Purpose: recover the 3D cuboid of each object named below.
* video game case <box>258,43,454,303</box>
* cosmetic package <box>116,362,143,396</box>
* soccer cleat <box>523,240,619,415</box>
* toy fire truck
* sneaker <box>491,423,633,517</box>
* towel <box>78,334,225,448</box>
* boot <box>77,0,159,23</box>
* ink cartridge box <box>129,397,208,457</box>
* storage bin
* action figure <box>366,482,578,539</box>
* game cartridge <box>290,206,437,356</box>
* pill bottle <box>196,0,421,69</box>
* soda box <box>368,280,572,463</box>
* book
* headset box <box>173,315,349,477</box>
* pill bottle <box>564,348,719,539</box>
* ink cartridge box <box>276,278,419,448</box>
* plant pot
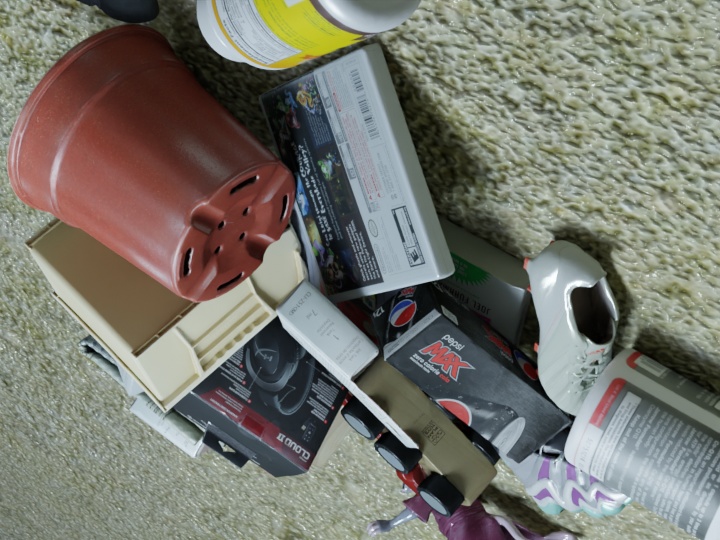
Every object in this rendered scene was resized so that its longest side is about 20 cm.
[{"bbox_3d":[-0.006,-0.078,1.424,0.182,0.023,0.200,-14,96,57],"label":"video game case"},{"bbox_3d":[-0.227,0.019,1.740,0.071,0.101,0.200,117,134,-61],"label":"cosmetic package"},{"bbox_3d":[0.188,0.061,1.415,0.078,0.069,0.200,34,152,43],"label":"soccer cleat"},{"bbox_3d":[0.029,0.180,1.750,0.176,0.129,0.200,46,163,-11],"label":"toy fire truck"},{"bbox_3d":[0.185,0.164,1.562,0.140,0.078,0.200,45,151,-10],"label":"sneaker"},{"bbox_3d":[-0.179,0.103,1.811,0.200,0.193,0.035,35,123,11],"label":"towel"},{"bbox_3d":[-0.194,-0.279,1.400,0.165,0.066,0.200,39,150,20],"label":"boot"},{"bbox_3d":[-0.146,0.172,1.873,0.173,0.044,0.200,36,-165,8],"label":"ink cartridge box"},{"bbox_3d":[-0.185,-0.008,1.598,0.200,0.198,0.094,41,165,34],"label":"storage bin"},{"bbox_3d":[0.109,0.266,1.777,0.149,0.134,0.200,-48,63,29],"label":"action figure"},{"bbox_3d":[0.000,0.000,1.528,0.200,0.041,0.133,38,143,40],"label":"game cartridge"},{"bbox_3d":[-0.045,-0.216,1.262,0.109,0.109,0.200,51,151,-19],"label":"pill bottle"},{"bbox_3d":[0.099,0.088,1.462,0.200,0.071,0.063,39,-160,-35],"label":"soda box"},{"bbox_3d":[0.089,0.035,1.538,0.133,0.048,0.200,30,147,17],"label":"book"},{"bbox_3d":[-0.090,0.099,1.651,0.149,0.200,0.077,36,155,-18],"label":"headset box"},{"bbox_3d":[0.284,0.161,1.396,0.200,0.114,0.114,30,150,19],"label":"pill bottle"},{"bbox_3d":[-0.001,0.089,1.524,0.174,0.044,0.200,43,175,3],"label":"ink cartridge box"},{"bbox_3d":[-0.176,-0.085,1.482,0.195,0.201,0.201,38,154,25],"label":"plant pot"}]
